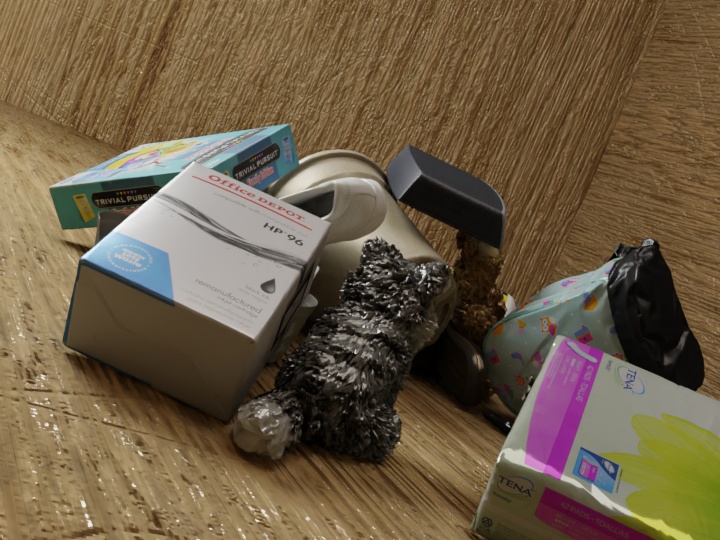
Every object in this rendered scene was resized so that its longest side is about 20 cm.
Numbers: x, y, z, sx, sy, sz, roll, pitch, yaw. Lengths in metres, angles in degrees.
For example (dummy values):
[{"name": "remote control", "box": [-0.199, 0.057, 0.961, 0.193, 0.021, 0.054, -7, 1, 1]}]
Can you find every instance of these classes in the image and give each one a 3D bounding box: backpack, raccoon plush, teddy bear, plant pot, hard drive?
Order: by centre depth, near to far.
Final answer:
[{"name": "raccoon plush", "box": [0.002, 0.047, 0.548, 0.096, 0.136, 0.200, 24, 4, 5]}, {"name": "backpack", "box": [0.225, 0.073, 0.874, 0.198, 0.170, 0.126, -21, -7, 43]}, {"name": "plant pot", "box": [0.000, 0.000, 0.919, 0.199, 0.202, 0.183, 19, 17, -42]}, {"name": "hard drive", "box": [0.096, -0.089, 0.953, 0.133, 0.043, 0.200, 25, 15, -8]}, {"name": "teddy bear", "box": [0.127, 0.044, 0.983, 0.066, 0.203, 0.146, -7, 32, -7]}]

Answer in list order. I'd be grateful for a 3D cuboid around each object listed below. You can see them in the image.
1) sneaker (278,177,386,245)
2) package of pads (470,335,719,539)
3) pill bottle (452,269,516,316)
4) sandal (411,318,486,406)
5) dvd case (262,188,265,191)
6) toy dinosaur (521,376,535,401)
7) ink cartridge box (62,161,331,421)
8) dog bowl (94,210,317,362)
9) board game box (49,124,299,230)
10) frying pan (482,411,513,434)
[{"name": "sneaker", "box": [-0.074, -0.035, 0.823, 0.088, 0.199, 0.076, 9, 53, -56]}, {"name": "package of pads", "box": [0.173, 0.128, 0.552, 0.153, 0.069, 0.200, 23, 26, 15]}, {"name": "pill bottle", "box": [0.155, 0.070, 1.239, 0.197, 0.116, 0.114, 24, 4, 2]}, {"name": "sandal", "box": [0.076, 0.092, 0.950, 0.054, 0.083, 0.200, -2, 21, -18]}, {"name": "dvd case", "box": [-0.167, -0.087, 0.925, 0.140, 0.018, 0.201, -10, 23, 8]}, {"name": "toy dinosaur", "box": [0.180, 0.145, 0.708, 0.101, 0.078, 0.200, 28, 14, -12]}, {"name": "ink cartridge box", "box": [-0.094, -0.004, 0.577, 0.114, 0.069, 0.201, 24, 31, 2]}, {"name": "dog bowl", "box": [-0.136, 0.015, 0.723, 0.197, 0.059, 0.200, 23, 5, -2]}, {"name": "board game box", "box": [-0.183, -0.095, 0.856, 0.197, 0.048, 0.151, -4, 22, 26]}, {"name": "frying pan", "box": [0.203, 0.177, 0.800, 0.114, 0.031, 0.190, 24, 7, -22]}]
